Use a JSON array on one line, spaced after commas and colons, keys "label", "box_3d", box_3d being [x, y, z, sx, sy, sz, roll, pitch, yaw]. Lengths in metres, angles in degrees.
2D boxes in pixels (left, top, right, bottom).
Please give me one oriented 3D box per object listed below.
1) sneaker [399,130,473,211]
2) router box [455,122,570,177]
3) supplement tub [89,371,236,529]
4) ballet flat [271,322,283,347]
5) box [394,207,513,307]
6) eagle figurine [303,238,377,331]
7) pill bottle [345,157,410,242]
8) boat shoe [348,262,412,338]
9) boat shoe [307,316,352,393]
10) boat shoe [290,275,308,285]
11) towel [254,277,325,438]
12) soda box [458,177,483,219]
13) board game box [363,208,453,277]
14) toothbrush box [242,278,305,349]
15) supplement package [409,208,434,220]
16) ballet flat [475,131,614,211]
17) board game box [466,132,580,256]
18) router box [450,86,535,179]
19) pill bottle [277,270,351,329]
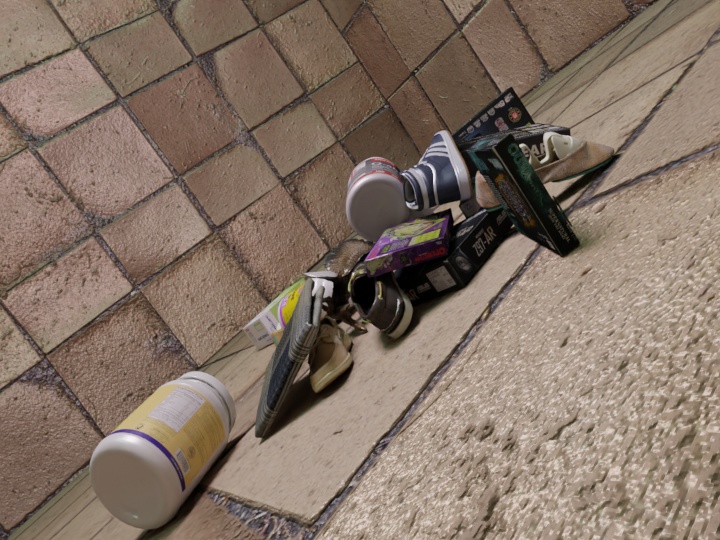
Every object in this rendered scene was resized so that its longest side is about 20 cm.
[{"label": "sneaker", "box_3d": [0.114, -0.168, 0.938, 0.105, 0.072, 0.202, -16, 33, 5]}, {"label": "router box", "box_3d": [0.257, -0.217, 1.012, 0.192, 0.053, 0.150, -12, 17, 0]}, {"label": "supplement tub", "box_3d": [-0.284, 0.258, 0.842, 0.144, 0.147, 0.200, -34, 8, 25]}, {"label": "ballet flat", "box_3d": [-0.157, 0.127, 1.366, 0.068, 0.064, 0.200, -34, 8, 24]}, {"label": "box", "box_3d": [0.121, -0.012, 0.860, 0.160, 0.044, 0.199, -44, 8, -34]}, {"label": "eagle figurine", "box_3d": [0.002, 0.004, 1.006, 0.203, 0.149, 0.152, -57, -15, -19]}, {"label": "pill bottle", "box_3d": [0.030, -0.139, 1.031, 0.114, 0.117, 0.201, -35, 19, 13]}, {"label": "boat shoe", "box_3d": [0.016, 0.027, 0.823, 0.073, 0.059, 0.201, -60, 22, 9]}, {"label": "boat shoe", "box_3d": [-0.054, 0.119, 0.845, 0.071, 0.066, 0.200, -36, 7, 9]}, {"label": "boat shoe", "box_3d": [-0.251, 0.049, 2.383, 0.073, 0.063, 0.200, -37, 6, 8]}, {"label": "towel", "box_3d": [-0.105, 0.126, 0.860, 0.201, 0.034, 0.197, -103, 37, -71]}, {"label": "soda box", "box_3d": [0.217, -0.123, 0.974, 0.067, 0.064, 0.200, -33, 8, 19]}, {"label": "board game box", "box_3d": [0.079, -0.046, 0.842, 0.116, 0.033, 0.200, -12, 15, 16]}, {"label": "toothbrush box", "box_3d": [-0.239, 0.131, 1.690, 0.200, 0.087, 0.145, -45, 9, -35]}, {"label": "supplement package", "box_3d": [0.101, -0.103, 1.221, 0.118, 0.123, 0.200, -36, 6, 8]}, {"label": "ballet flat", "box_3d": [0.249, -0.148, 0.775, 0.194, 0.069, 0.068, -23, 19, 9]}, {"label": "board game box", "box_3d": [0.185, -0.096, 0.669, 0.028, 0.137, 0.200, -34, 8, 9]}, {"label": "router box", "box_3d": [0.266, -0.247, 1.150, 0.198, 0.151, 0.062, -38, 7, 2]}, {"label": "pill bottle", "box_3d": [-0.088, 0.068, 1.203, 0.198, 0.105, 0.104, -32, 8, 42]}]
